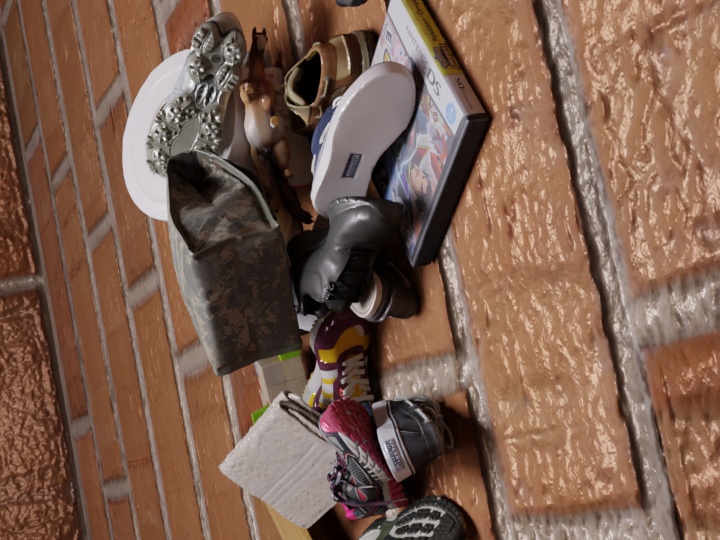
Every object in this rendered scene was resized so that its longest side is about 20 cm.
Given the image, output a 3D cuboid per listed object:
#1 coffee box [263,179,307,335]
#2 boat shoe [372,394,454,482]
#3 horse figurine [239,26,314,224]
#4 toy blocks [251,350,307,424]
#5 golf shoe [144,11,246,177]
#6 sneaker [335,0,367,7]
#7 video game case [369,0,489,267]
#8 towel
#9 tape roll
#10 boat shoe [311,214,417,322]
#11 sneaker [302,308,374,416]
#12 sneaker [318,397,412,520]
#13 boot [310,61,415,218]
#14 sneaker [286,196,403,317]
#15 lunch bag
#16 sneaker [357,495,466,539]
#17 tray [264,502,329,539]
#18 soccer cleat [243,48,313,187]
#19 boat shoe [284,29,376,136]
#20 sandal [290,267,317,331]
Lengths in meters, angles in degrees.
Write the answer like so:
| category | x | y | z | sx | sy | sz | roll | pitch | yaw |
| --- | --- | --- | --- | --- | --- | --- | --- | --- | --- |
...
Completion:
| category | x | y | z | sx | sy | sz | roll | pitch | yaw |
| --- | --- | --- | --- | --- | --- | --- | --- | --- | --- |
| coffee box | -0.130 | -0.014 | 1.648 | 0.080 | 0.111 | 0.203 | 153 | 107 | -65 |
| boat shoe | 0.053 | 0.158 | 1.337 | 0.199 | 0.067 | 0.075 | 64 | -177 | -87 |
| horse figurine | -0.099 | -0.148 | 1.458 | 0.133 | 0.049 | 0.203 | -110 | 7 | -65 |
| toy blocks | -0.088 | 0.173 | 1.660 | 0.137 | 0.098 | 0.203 | -152 | 47 | -77 |
| golf shoe | -0.175 | -0.193 | 1.489 | 0.201 | 0.077 | 0.098 | -59 | 14 | 27 |
| sneaker | -0.033 | -0.338 | 1.362 | 0.201 | 0.070 | 0.099 | 60 | 146 | 39 |
| video game case | 0.050 | -0.137 | 1.296 | 0.201 | 0.025 | 0.182 | 110 | 144 | -48 |
| towel | -0.072 | 0.216 | 1.523 | 0.132 | 0.035 | 0.200 | 36 | 139 | -5 |
| tape roll | -0.189 | -0.150 | 1.570 | 0.200 | 0.070 | 0.206 | -11 | 73 | 39 |
| boat shoe | 0.000 | 0.000 | 1.429 | 0.068 | 0.056 | 0.200 | -67 | 29 | 17 |
| sneaker | -0.012 | 0.120 | 1.486 | 0.090 | 0.074 | 0.202 | 53 | 151 | 33 |
| sneaker | -0.004 | 0.203 | 1.375 | 0.201 | 0.074 | 0.081 | 64 | -177 | -52 |
| boot | -0.007 | -0.148 | 1.311 | 0.201 | 0.072 | 0.091 | 121 | 150 | -44 |
| sneaker | -0.012 | -0.011 | 1.334 | 0.200 | 0.075 | 0.092 | 139 | 132 | -60 |
| lunch bag | -0.144 | -0.018 | 1.427 | 0.201 | 0.116 | 0.166 | -125 | 22 | -50 |
| sneaker | 0.062 | 0.295 | 1.393 | 0.089 | 0.077 | 0.199 | 45 | 147 | -9 |
| tray | -0.071 | 0.324 | 1.661 | 0.099 | 0.037 | 0.201 | 54 | -178 | -44 |
| soccer cleat | -0.103 | -0.183 | 1.582 | 0.087 | 0.069 | 0.201 | 105 | 147 | -41 |
| boat shoe | -0.047 | -0.200 | 1.439 | 0.200 | 0.073 | 0.077 | 138 | 120 | -63 |
| sandal | -0.089 | 0.025 | 1.527 | 0.197 | 0.043 | 0.077 | 10 | 95 | 28 |
